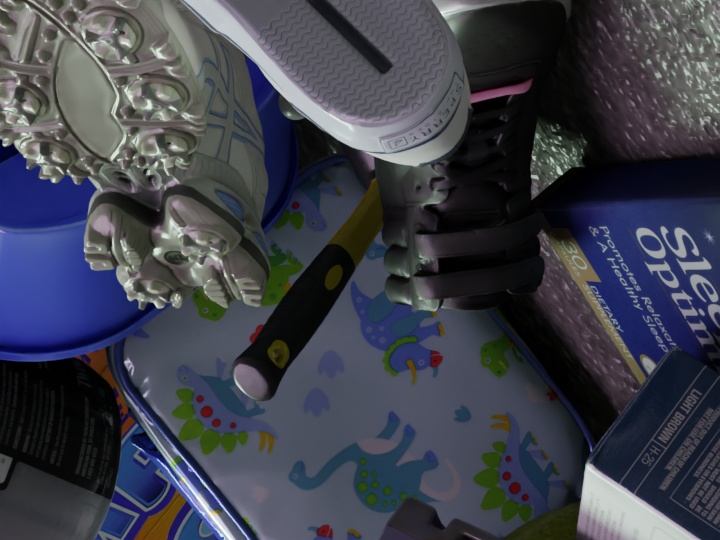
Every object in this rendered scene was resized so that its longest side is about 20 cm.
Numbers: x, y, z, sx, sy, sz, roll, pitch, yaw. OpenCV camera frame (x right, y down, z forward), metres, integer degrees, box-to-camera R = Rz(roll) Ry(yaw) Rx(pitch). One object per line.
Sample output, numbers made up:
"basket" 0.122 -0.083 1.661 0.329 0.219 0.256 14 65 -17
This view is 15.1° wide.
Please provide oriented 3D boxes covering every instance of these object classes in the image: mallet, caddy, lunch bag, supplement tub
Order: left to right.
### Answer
"supplement tub" -0.211 0.063 1.143 0.200 0.123 0.122 25 175 -31
"caddy" -0.115 -0.048 1.129 0.141 0.200 0.105 40 149 23
"lunch bag" -0.008 0.061 1.193 0.200 0.161 0.082 51 174 -3
"mallet" 0.000 0.000 1.071 0.041 0.200 0.066 -29 112 33

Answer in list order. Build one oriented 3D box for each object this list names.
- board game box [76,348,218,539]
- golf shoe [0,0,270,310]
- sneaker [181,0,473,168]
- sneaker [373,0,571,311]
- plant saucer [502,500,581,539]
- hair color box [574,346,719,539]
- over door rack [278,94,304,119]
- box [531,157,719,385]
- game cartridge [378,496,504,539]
"board game box" -0.149 0.062 1.378 0.200 0.200 0.200 35 174 39
"golf shoe" -0.079 -0.070 0.966 0.078 0.097 0.200 2 150 11
"sneaker" -0.038 -0.106 0.885 0.200 0.073 0.071 53 177 20
"sneaker" 0.044 -0.042 0.991 0.200 0.071 0.099 112 149 -74
"plant saucer" 0.140 0.163 1.136 0.200 0.048 0.200 24 157 3
"hair color box" 0.176 0.119 0.979 0.200 0.061 0.100 35 162 15
"over door rack" -0.053 -0.134 1.023 0.148 0.067 0.200 48 -178 8
"box" 0.145 0.015 0.977 0.121 0.032 0.200 57 159 -13
"game cartridge" 0.106 0.163 1.041 0.200 0.038 0.130 23 153 25
